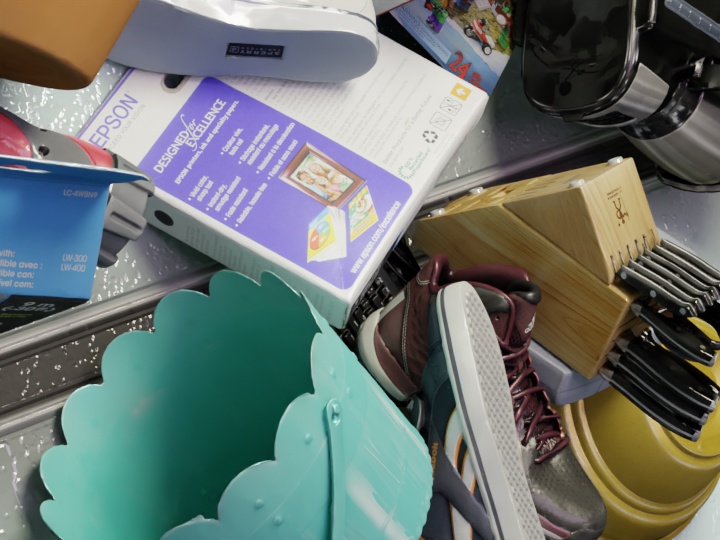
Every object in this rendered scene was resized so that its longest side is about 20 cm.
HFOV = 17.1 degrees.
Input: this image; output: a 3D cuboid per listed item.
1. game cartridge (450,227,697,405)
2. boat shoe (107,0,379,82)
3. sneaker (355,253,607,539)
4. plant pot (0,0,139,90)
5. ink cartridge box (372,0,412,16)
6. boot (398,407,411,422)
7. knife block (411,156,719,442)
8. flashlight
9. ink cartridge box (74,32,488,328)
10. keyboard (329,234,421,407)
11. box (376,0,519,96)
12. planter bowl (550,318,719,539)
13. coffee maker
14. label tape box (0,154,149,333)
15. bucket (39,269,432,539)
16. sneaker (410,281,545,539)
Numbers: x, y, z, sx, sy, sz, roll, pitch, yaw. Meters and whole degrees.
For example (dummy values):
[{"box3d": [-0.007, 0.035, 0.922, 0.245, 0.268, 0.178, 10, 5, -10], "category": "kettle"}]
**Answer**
[{"box3d": [0.140, 0.014, 1.591, 0.133, 0.041, 0.200, 31, 37, 19], "category": "game cartridge"}, {"box3d": [-0.087, -0.174, 1.474, 0.200, 0.075, 0.087, 4, 56, -12], "category": "boat shoe"}, {"box3d": [0.095, 0.071, 1.474, 0.200, 0.116, 0.076, 43, 30, 9], "category": "sneaker"}, {"box3d": [-0.195, -0.189, 1.338, 0.199, 0.199, 0.141, 21, 80, -34], "category": "plant pot"}, {"box3d": [0.097, -0.253, 1.544, 0.200, 0.175, 0.084, -33, 100, -39], "category": "ink cartridge box"}, {"box3d": [0.053, 0.200, 1.522, 0.154, 0.073, 0.202, 26, 60, -41], "category": "boot"}, {"box3d": [0.145, 0.026, 1.513, 0.064, 0.199, 0.177, -27, 102, -47], "category": "knife block"}, {"box3d": [-0.213, -0.071, 1.365, 0.199, 0.067, 0.068, 29, 63, -32], "category": "flashlight"}, {"box3d": [-0.049, -0.086, 1.496, 0.199, 0.044, 0.199, 31, 55, 6], "category": "ink cartridge box"}, {"box3d": [0.000, 0.000, 1.540, 0.201, 0.039, 0.104, 55, 52, -17], "category": "keyboard"}, {"box3d": [0.033, -0.219, 1.624, 0.200, 0.038, 0.137, 43, 55, -23], "category": "box"}, {"box3d": [0.207, 0.089, 1.659, 0.199, 0.083, 0.202, 11, 72, -36], "category": "planter bowl"}, {"box3d": [0.203, -0.170, 1.681, 0.199, 0.134, 0.194, 24, 46, -48], "category": "coffee maker"}, {"box3d": [-0.221, -0.009, 1.255, 0.142, 0.199, 0.067, 4, 77, -38], "category": "label tape box"}, {"box3d": [-0.067, 0.116, 1.354, 0.135, 0.206, 0.208, 45, 54, -31], "category": "bucket"}, {"box3d": [0.055, 0.111, 1.421, 0.078, 0.079, 0.202, -3, 80, -72], "category": "sneaker"}]
